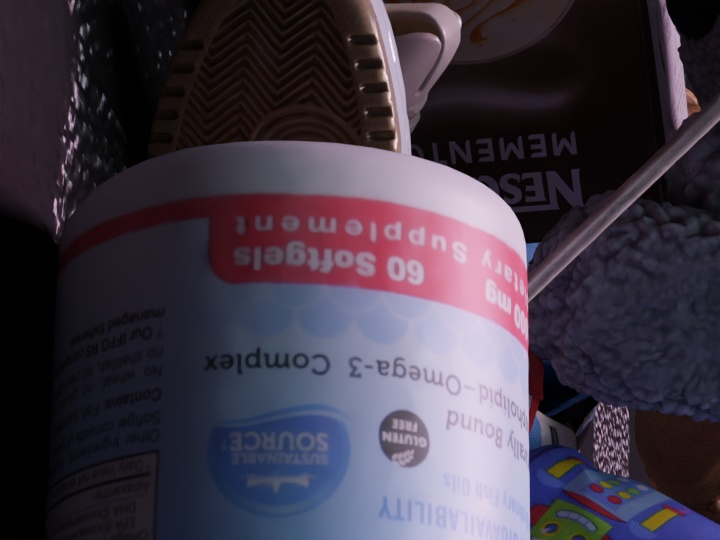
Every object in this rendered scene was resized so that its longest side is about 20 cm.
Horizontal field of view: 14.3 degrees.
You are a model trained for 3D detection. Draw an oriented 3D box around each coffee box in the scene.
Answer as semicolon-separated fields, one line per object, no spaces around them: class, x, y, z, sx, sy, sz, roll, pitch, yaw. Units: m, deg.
coffee box;0.039;-0.113;0.921;0.080;0.114;0.200;-60;143;-67

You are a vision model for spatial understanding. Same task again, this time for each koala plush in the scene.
koala plush;0.153;-0.046;0.840;0.200;0.184;0.178;-86;-162;-70

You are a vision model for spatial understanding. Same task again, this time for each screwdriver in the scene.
screwdriver;0.022;0.021;0.713;0.028;0.200;0.029;47;-7;-23

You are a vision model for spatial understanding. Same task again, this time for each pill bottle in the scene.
pill bottle;-0.016;0.081;0.626;0.109;0.109;0.200;54;34;-67

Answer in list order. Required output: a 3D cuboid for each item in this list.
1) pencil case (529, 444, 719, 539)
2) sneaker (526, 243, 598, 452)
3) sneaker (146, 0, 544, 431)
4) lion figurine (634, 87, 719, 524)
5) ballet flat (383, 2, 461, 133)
pencil case;0.113;0.122;0.757;0.078;0.200;0.087;-45;148;-28
sneaker;0.056;0.071;1.031;0.072;0.072;0.200;-82;163;-49
sneaker;0.000;0.000;0.772;0.112;0.071;0.200;-39;132;-58
lion figurine;0.121;0.020;0.993;0.072;0.122;0.200;32;50;-54
ballet flat;-0.008;-0.086;0.811;0.068;0.067;0.200;-49;133;-71
